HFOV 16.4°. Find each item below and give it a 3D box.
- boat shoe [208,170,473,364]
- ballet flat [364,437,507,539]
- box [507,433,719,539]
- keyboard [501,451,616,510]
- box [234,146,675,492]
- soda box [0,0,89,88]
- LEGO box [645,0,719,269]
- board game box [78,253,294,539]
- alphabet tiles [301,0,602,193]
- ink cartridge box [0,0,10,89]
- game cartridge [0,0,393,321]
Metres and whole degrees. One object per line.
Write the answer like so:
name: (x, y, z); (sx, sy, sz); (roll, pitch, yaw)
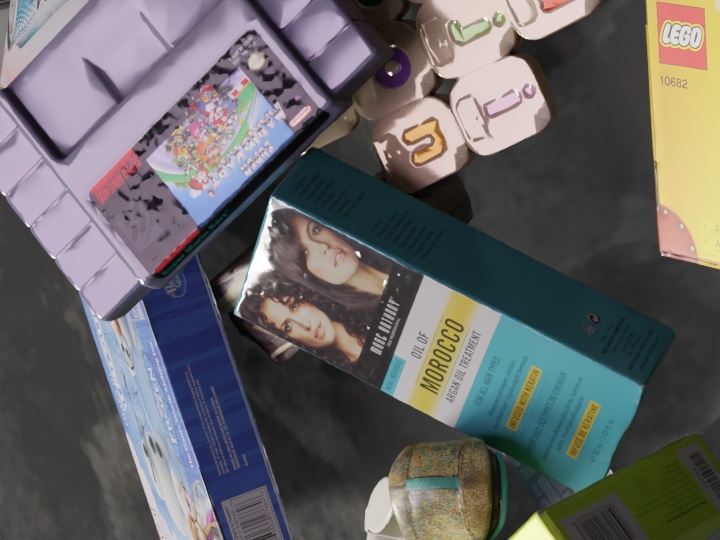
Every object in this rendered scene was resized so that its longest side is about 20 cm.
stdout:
boat shoe: (0.000, 0.000, 1.309); (0.073, 0.074, 0.200); (54, 145, -9)
ballet flat: (0.034, 0.132, 1.265); (0.071, 0.071, 0.200); (55, 167, 17)
box: (0.084, 0.162, 1.213); (0.048, 0.122, 0.200); (55, 135, 15)
keyboard: (0.118, 0.122, 1.259); (0.200, 0.011, 0.056); (55, 140, 17)
box: (0.044, 0.025, 1.208); (0.200, 0.049, 0.082); (27, 131, 9)
soda box: (-0.140, -0.117, 1.354); (0.200, 0.063, 0.069); (-155, 73, -66)
LEGO box: (0.212, -0.068, 1.002); (0.200, 0.077, 0.149); (16, 118, 46)
board game box: (-0.107, 0.067, 1.424); (0.199, 0.043, 0.200); (176, 75, -75)
alphabet tiles: (0.018, -0.143, 1.211); (0.195, 0.015, 0.200); (-26, 86, 33)
ink cartridge box: (-0.309, -0.168, 1.582); (0.200, 0.084, 0.146); (46, 137, 27)
game cartridge: (-0.092, -0.084, 1.222); (0.200, 0.038, 0.130); (-44, 73, 19)
